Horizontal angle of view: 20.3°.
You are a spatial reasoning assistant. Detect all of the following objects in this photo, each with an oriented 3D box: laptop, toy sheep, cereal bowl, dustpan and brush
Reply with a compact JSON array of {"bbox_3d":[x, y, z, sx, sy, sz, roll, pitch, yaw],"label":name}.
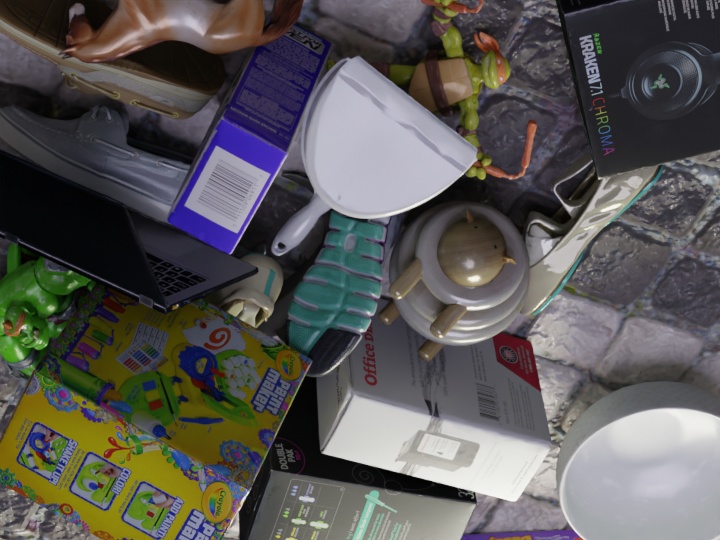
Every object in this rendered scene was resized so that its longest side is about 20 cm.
[{"bbox_3d":[-0.206,-0.055,1.635,0.187,0.200,0.116,24,117,27],"label":"laptop"},{"bbox_3d":[0.084,0.006,1.771,0.138,0.138,0.200,4,167,-8],"label":"toy sheep"},{"bbox_3d":[0.285,0.182,1.956,0.200,0.083,0.200,-2,128,-3],"label":"cereal bowl"},{"bbox_3d":[-0.013,-0.075,1.664,0.140,0.057,0.200,37,111,-12],"label":"dustpan and brush"}]

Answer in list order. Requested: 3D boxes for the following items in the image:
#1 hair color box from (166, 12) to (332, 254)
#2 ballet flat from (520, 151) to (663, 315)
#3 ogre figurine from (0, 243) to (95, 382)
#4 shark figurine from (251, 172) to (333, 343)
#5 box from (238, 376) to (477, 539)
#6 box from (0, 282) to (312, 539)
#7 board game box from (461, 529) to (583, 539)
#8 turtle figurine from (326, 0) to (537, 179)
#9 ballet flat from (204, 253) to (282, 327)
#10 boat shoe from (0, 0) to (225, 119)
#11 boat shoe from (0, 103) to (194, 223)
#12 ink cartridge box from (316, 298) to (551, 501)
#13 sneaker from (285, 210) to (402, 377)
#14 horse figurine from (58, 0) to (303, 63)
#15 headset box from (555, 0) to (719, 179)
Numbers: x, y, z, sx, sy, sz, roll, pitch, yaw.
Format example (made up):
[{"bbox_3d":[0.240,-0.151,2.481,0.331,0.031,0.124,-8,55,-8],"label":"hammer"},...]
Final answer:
[{"bbox_3d":[-0.088,-0.114,1.621,0.065,0.200,0.109,29,121,-5],"label":"hair color box"},{"bbox_3d":[0.185,-0.047,1.787,0.069,0.070,0.200,29,114,-24],"label":"ballet flat"},{"bbox_3d":[-0.271,0.034,1.793,0.120,0.098,0.200,32,154,-35],"label":"ogre figurine"},{"bbox_3d":[-0.056,0.018,1.802,0.128,0.090,0.215,25,123,-23],"label":"shark figurine"},{"bbox_3d":[-0.007,0.195,1.901,0.200,0.149,0.124,10,127,-12],"label":"box"},{"bbox_3d":[-0.169,0.118,1.645,0.192,0.200,0.122,29,121,-1],"label":"box"},{"bbox_3d":[0.165,0.334,2.087,0.200,0.045,0.135,-3,128,-3],"label":"board game box"},{"bbox_3d":[0.057,-0.164,1.681,0.161,0.064,0.200,-13,103,9],"label":"turtle figurine"},{"bbox_3d":[-0.134,0.062,1.771,0.069,0.070,0.200,24,132,-21],"label":"ballet flat"},{"bbox_3d":[-0.214,-0.174,1.649,0.200,0.074,0.066,22,140,-13],"label":"boat shoe"},{"bbox_3d":[-0.215,-0.105,1.714,0.201,0.070,0.072,25,99,-17],"label":"boat shoe"},{"bbox_3d":[0.062,0.114,1.846,0.200,0.145,0.083,16,127,-16],"label":"ink cartridge box"},{"bbox_3d":[0.000,0.000,1.740,0.074,0.088,0.200,21,92,22],"label":"sneaker"},{"bbox_3d":[-0.131,-0.220,1.597,0.200,0.050,0.133,8,84,-12],"label":"horse figurine"},{"bbox_3d":[0.272,-0.188,1.665,0.200,0.093,0.174,-13,128,5],"label":"headset box"}]
